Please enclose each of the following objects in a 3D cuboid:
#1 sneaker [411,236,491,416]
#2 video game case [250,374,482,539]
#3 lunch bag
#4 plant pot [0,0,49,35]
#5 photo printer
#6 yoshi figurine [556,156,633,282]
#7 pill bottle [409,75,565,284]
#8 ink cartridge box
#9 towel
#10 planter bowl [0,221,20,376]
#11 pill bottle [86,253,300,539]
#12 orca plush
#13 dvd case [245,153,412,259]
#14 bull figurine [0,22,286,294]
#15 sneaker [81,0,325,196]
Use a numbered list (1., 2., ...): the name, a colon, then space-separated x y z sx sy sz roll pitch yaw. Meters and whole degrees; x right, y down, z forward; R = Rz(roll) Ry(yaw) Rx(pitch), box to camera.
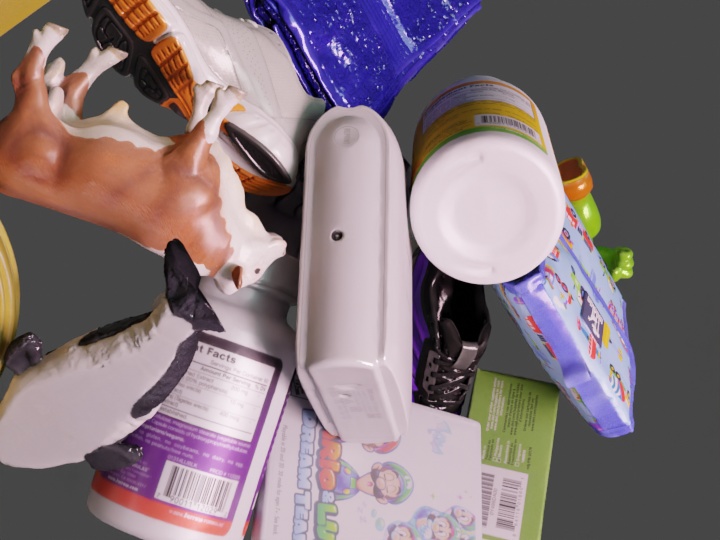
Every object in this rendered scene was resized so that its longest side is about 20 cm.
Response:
1. sneaker: 0.065 0.072 0.879 0.068 0.099 0.204 2 93 -24
2. video game case: 0.009 0.183 0.770 0.179 0.024 0.203 18 55 -21
3. lunch bag: 0.155 0.034 0.853 0.152 0.093 0.201 56 17 -20
4. plant pot: -0.192 -0.243 0.525 0.200 0.175 0.201 -45 110 -27
5. photo printer: 0.000 0.000 0.746 0.167 0.068 0.204 74 16 -63
6. yoshi figurine: 0.190 0.008 0.991 0.111 0.112 0.203 -32 119 -22
7. pill bottle: 0.094 -0.082 0.825 0.201 0.109 0.113 -81 155 -63
8. ink cartridge box: 0.115 0.201 0.941 0.201 0.074 0.150 93 10 -59
9. towel: 0.012 -0.204 0.817 0.201 0.049 0.149 -51 126 -30
10. planter bowl: -0.269 0.028 0.594 0.198 0.083 0.205 -8 102 -40
11. pill bottle: -0.104 0.080 0.730 0.111 0.110 0.204 24 81 -41
12. orca plush: -0.156 0.049 0.662 0.104 0.201 0.071 33 31 -9
13. dvd case: -0.043 -0.073 0.823 0.200 0.016 0.150 45 67 -37
14. bull figurine: -0.131 -0.066 0.657 0.197 0.065 0.124 18 95 -6
15. sneaker: -0.101 -0.148 0.723 0.201 0.075 0.093 50 51 -26
